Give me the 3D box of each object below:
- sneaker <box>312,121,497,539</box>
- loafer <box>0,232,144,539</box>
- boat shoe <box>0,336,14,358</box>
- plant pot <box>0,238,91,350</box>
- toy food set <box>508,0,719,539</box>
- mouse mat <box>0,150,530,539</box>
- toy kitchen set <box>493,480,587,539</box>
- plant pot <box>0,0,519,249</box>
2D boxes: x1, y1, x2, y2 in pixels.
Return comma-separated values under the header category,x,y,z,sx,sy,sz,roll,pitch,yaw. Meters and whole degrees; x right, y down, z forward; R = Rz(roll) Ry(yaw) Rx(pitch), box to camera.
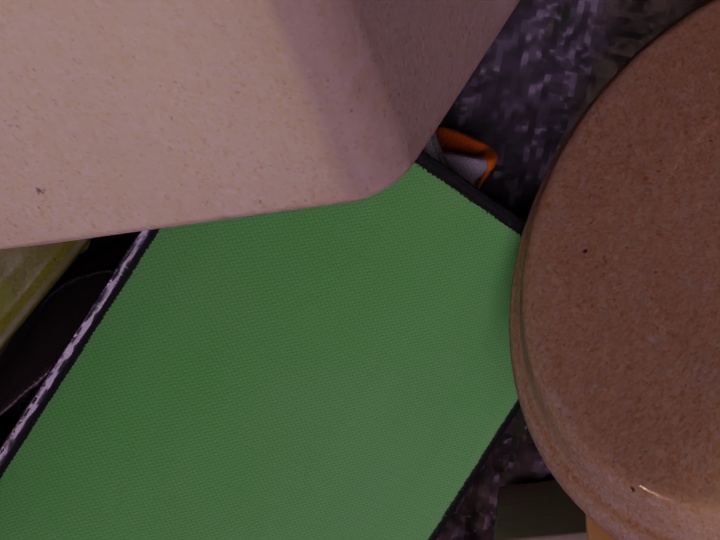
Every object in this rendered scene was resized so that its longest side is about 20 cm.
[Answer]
category,x,y,z,sx,sy,sz,roll,pitch,yaw
sneaker,0.000,0.000,0.809,0.079,0.074,0.201,1,111,-2
loafer,-0.101,0.076,0.770,0.073,0.071,0.200,26,85,-9
boat shoe,-0.130,0.025,0.832,0.200,0.072,0.065,26,112,1
plant pot,-0.167,-0.046,0.732,0.193,0.200,0.200,40,109,-7
toy food set,0.132,-0.001,0.743,0.198,0.200,0.049,-32,140,16
mouse mat,-0.018,0.039,0.765,0.008,0.200,0.161,34,91,35
toy kitchen set,0.134,0.082,0.769,0.199,0.180,0.164,-7,109,8
plant pot,-0.056,-0.118,0.621,0.199,0.200,0.177,-7,124,33
